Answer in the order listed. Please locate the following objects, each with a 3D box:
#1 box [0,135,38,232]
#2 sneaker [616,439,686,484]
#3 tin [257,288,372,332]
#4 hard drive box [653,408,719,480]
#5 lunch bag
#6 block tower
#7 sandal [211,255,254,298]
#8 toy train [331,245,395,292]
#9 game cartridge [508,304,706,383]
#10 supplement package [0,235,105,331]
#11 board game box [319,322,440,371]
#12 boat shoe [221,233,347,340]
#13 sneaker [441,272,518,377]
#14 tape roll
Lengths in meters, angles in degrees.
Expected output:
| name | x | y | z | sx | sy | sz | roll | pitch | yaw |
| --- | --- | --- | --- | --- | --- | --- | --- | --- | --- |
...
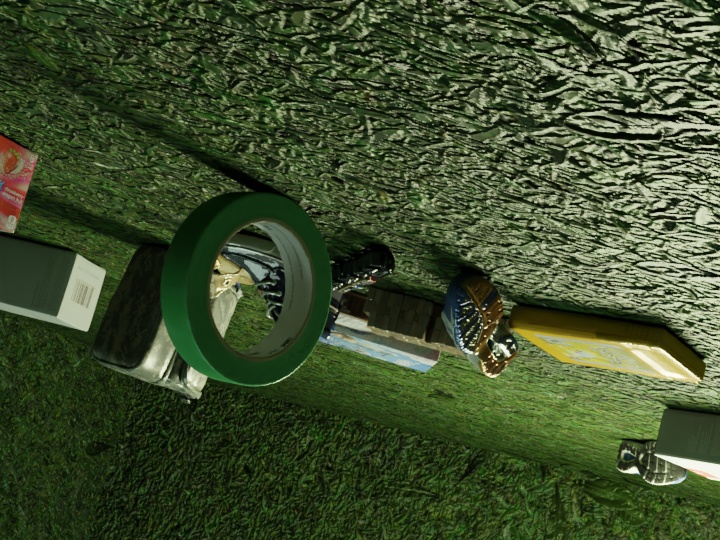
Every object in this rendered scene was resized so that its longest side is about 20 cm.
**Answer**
| name | x | y | z | sx | sy | sz | roll | pitch | yaw |
| --- | --- | --- | --- | --- | --- | --- | --- | --- | --- |
| box | -0.472 | -0.123 | 1.423 | 0.094 | 0.101 | 0.199 | 9 | 167 | 34 |
| sneaker | 0.568 | 0.364 | 2.414 | 0.088 | 0.080 | 0.200 | 12 | 179 | -16 |
| tin | -0.052 | 0.044 | 1.810 | 0.197 | 0.042 | 0.112 | 19 | 173 | -13 |
| hard drive box | 0.573 | 0.273 | 1.921 | 0.155 | 0.078 | 0.199 | 24 | 167 | -33 |
| lunch bag | -0.274 | 0.078 | 1.888 | 0.138 | 0.203 | 0.167 | 9 | 164 | 44 |
| block tower | 0.103 | 0.074 | 1.683 | 0.197 | 0.055 | 0.058 | 13 | 170 | 18 |
| sandal | -0.190 | 0.007 | 1.734 | 0.076 | 0.071 | 0.212 | 13 | 169 | 13 |
| toy train | 0.000 | 0.000 | 1.530 | 0.045 | 0.035 | 0.200 | 6 | 171 | -16 |
| game cartridge | 0.302 | 0.092 | 1.541 | 0.198 | 0.033 | 0.176 | 10 | 167 | 37 |
| supplement package | -0.568 | 0.019 | 2.219 | 0.197 | 0.119 | 0.117 | 12 | 169 | 18 |
| board game box | 0.022 | 0.104 | 1.971 | 0.196 | 0.044 | 0.200 | 16 | 171 | 1 |
| boat shoe | -0.105 | 0.023 | 1.626 | 0.198 | 0.094 | 0.074 | 22 | 168 | -27 |
| sneaker | 0.123 | 0.055 | 1.506 | 0.088 | 0.075 | 0.201 | 43 | 168 | 33 |
| tape roll | -0.117 | 0.019 | 1.339 | 0.048 | 0.203 | 0.199 | 5 | 165 | 46 |
